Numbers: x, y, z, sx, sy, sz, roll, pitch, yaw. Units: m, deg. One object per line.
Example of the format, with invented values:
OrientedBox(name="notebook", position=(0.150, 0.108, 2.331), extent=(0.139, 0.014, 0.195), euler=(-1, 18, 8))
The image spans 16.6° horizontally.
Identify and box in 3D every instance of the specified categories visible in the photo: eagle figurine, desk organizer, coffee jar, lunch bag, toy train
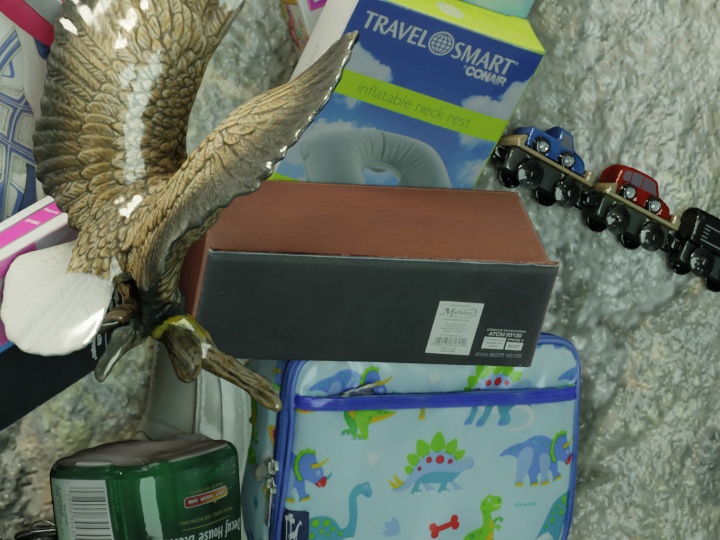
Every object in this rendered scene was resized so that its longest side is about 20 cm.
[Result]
OrientedBox(name="eagle figurine", position=(-0.090, -0.050, 1.225), extent=(0.151, 0.151, 0.201), euler=(10, 124, -2))
OrientedBox(name="desk organizer", position=(0.000, 0.000, 1.369), extent=(0.199, 0.077, 0.072), euler=(2, 124, -17))
OrientedBox(name="coffee jar", position=(-0.108, 0.193, 1.325), extent=(0.104, 0.085, 0.201), euler=(-12, 99, -59))
OrientedBox(name="lunch bag", position=(0.029, 0.101, 1.438), extent=(0.199, 0.082, 0.162), euler=(1, 103, -25))
OrientedBox(name="toy train", position=(0.164, -0.041, 1.512), extent=(0.199, 0.034, 0.046), euler=(25, 83, -24))

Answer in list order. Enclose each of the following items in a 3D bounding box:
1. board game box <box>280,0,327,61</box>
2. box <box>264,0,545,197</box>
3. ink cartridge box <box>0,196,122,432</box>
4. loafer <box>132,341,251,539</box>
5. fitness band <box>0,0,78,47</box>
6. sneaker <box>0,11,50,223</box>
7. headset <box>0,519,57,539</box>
OrientedBox(name="board game box", position=(0.008, -0.205, 1.426), extent=(0.134, 0.034, 0.201), euler=(-22, 105, -19))
OrientedBox(name="box", position=(0.016, -0.085, 1.394), extent=(0.121, 0.048, 0.201), euler=(15, 117, -24))
OrientedBox(name="ink cartridge box", position=(-0.158, 0.010, 1.303), extent=(0.200, 0.037, 0.095), euler=(-37, 133, -48))
OrientedBox(name="loafer", position=(-0.103, 0.111, 1.398), extent=(0.069, 0.070, 0.201), euler=(-6, 99, -31))
OrientedBox(name="fitness band", position=(-0.166, -0.199, 1.280), extent=(0.200, 0.037, 0.144), euler=(48, 40, -20))
OrientedBox(name="sneaker", position=(-0.204, -0.084, 1.315), extent=(0.088, 0.075, 0.201), euler=(-20, 116, -13))
OrientedBox(name="headset", position=(-0.190, 0.188, 1.310), extent=(0.093, 0.200, 0.124), euler=(-7, 112, 12))
